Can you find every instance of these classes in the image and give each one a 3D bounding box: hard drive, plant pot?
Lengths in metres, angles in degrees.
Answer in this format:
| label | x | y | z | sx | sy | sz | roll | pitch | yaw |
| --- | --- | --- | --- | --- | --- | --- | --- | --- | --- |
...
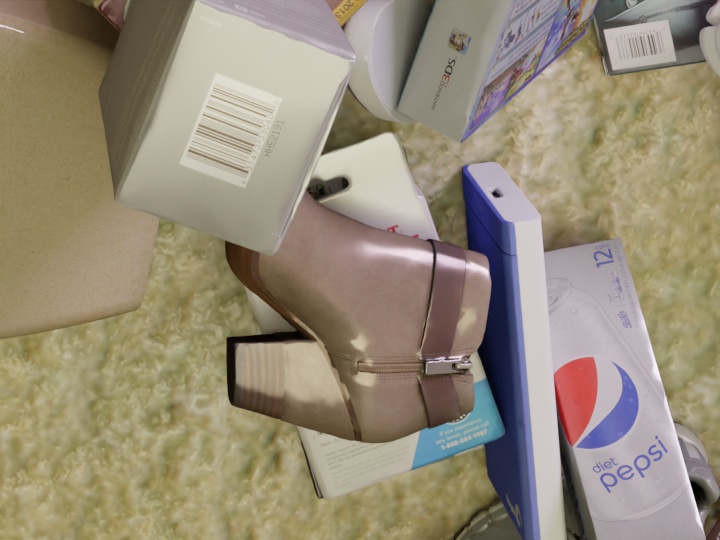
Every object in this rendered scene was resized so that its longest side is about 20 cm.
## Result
| label | x | y | z | sx | sy | sz | roll | pitch | yaw |
| --- | --- | --- | --- | --- | --- | --- | --- | --- | --- |
| hard drive | 0.090 | 0.049 | 1.590 | 0.025 | 0.132 | 0.200 | -8 | 108 | -7 |
| plant pot | -0.206 | -0.069 | 1.488 | 0.177 | 0.200 | 0.200 | 7 | 106 | -20 |

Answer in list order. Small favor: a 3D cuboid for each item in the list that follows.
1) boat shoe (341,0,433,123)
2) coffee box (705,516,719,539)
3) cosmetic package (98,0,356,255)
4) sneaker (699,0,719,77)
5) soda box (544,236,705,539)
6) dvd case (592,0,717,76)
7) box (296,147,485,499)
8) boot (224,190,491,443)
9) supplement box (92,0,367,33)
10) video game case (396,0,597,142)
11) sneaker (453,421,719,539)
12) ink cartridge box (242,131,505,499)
| label | x | y | z | sx | sy | sz | roll | pitch | yaw |
| --- | --- | --- | --- | --- | --- | --- | --- | --- | --- |
| boat shoe | 0.012 | -0.122 | 1.501 | 0.070 | 0.200 | 0.071 | 10 | 96 | 18 |
| coffee box | 0.271 | 0.241 | 1.649 | 0.114 | 0.080 | 0.200 | -56 | 133 | -13 |
| cosmetic package | -0.068 | -0.093 | 1.280 | 0.090 | 0.200 | 0.107 | 19 | 107 | -11 |
| sneaker | 0.286 | -0.169 | 1.496 | 0.200 | 0.087 | 0.074 | -38 | 113 | -4 |
| soda box | 0.147 | 0.086 | 1.585 | 0.063 | 0.068 | 0.200 | -11 | 67 | -4 |
| dvd case | 0.192 | -0.217 | 1.552 | 0.146 | 0.022 | 0.200 | -8 | 110 | 20 |
| box | -0.002 | 0.029 | 1.622 | 0.110 | 0.035 | 0.200 | -16 | 108 | -3 |
| boot | 0.000 | 0.000 | 1.495 | 0.146 | 0.070 | 0.200 | -2 | 108 | -13 |
| supplement box | -0.070 | -0.174 | 1.463 | 0.131 | 0.200 | 0.103 | -44 | 107 | 6 |
| video game case | 0.101 | -0.186 | 1.467 | 0.045 | 0.200 | 0.181 | 26 | 121 | 13 |
| sneaker | 0.134 | 0.171 | 1.642 | 0.200 | 0.116 | 0.075 | -37 | 108 | 3 |
| ink cartridge box | -0.003 | 0.018 | 1.564 | 0.116 | 0.067 | 0.200 | -20 | 109 | -1 |
